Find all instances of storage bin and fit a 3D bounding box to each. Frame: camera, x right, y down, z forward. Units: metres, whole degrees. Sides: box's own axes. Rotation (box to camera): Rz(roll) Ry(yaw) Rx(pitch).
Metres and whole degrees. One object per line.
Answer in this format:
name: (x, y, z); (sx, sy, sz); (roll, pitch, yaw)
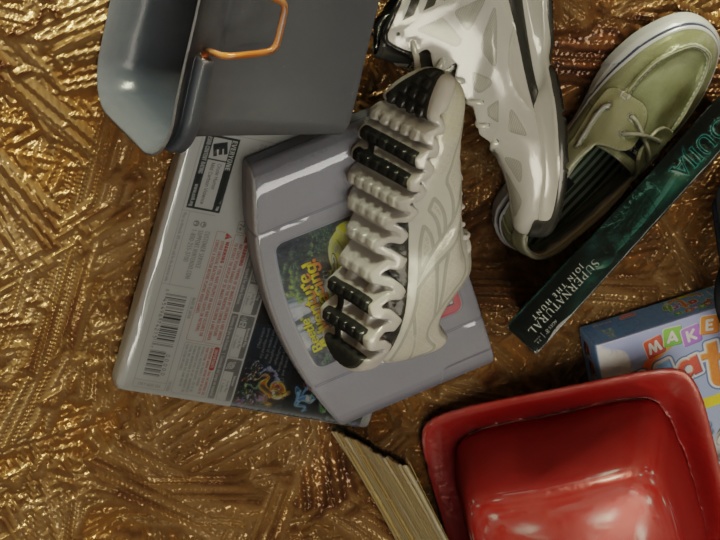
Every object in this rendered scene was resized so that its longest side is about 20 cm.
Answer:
storage bin: (-0.059, -0.168, 1.372); (0.134, 0.146, 0.200); (2, 113, -29)

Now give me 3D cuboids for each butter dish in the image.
butter dish: (0.151, 0.190, 1.558); (0.200, 0.148, 0.200); (-12, 115, 12)

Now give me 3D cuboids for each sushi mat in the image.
sushi mat: (0.045, 0.193, 1.579); (0.012, 0.096, 0.200); (-38, 119, -20)

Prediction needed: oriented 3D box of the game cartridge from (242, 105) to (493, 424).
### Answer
game cartridge: (0.000, 0.000, 1.490); (0.133, 0.041, 0.200); (-21, 117, -3)

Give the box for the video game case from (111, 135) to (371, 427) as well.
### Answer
video game case: (-0.052, -0.001, 1.505); (0.182, 0.023, 0.200); (11, 108, -21)

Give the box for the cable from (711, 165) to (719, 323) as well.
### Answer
cable: (0.318, -0.002, 1.579); (0.163, 0.051, 0.200); (-10, 89, -28)

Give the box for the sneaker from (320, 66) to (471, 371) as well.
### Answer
sneaker: (0.035, -0.033, 1.435); (0.081, 0.075, 0.200); (1, 115, -32)

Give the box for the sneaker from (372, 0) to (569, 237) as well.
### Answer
sneaker: (0.067, -0.116, 1.454); (0.115, 0.076, 0.201); (-7, 93, -5)

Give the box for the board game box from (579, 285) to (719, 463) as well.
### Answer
board game box: (0.246, 0.111, 1.637); (0.151, 0.037, 0.200); (-17, 116, -9)

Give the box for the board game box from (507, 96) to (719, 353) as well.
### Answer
board game box: (0.176, -0.032, 1.501); (0.028, 0.135, 0.200); (43, 98, 3)

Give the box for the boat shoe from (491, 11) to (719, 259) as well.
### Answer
boat shoe: (0.171, -0.083, 1.514); (0.072, 0.062, 0.200); (37, 98, -27)
